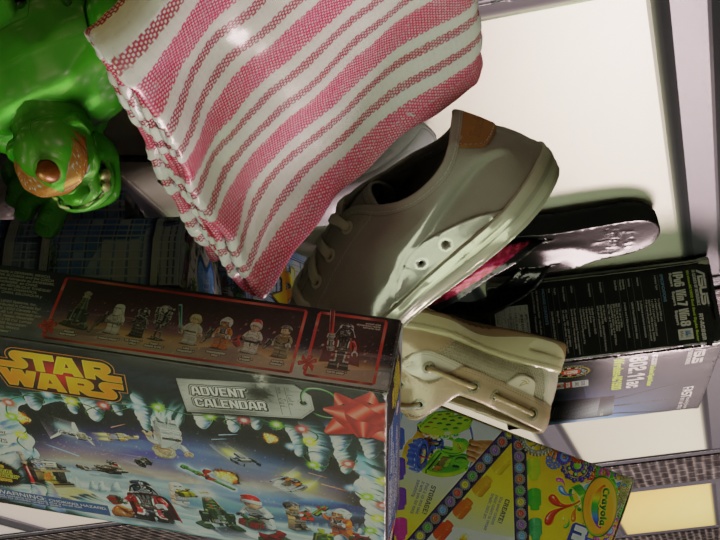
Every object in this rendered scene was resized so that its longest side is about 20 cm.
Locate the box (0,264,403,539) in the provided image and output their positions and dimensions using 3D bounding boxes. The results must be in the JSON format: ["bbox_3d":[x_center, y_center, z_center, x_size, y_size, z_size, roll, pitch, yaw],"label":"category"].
[{"bbox_3d":[-0.082,0.063,0.609,0.199,0.040,0.137,7,140,8],"label":"box"}]

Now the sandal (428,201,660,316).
[{"bbox_3d":[0.079,0.000,0.850,0.199,0.045,0.075,-9,161,14],"label":"sandal"}]

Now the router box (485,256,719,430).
[{"bbox_3d":[0.171,0.058,1.016,0.149,0.062,0.200,-8,161,6],"label":"router box"}]

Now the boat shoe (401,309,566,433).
[{"bbox_3d":[0.036,0.058,0.858,0.199,0.065,0.072,13,174,-29],"label":"boat shoe"}]

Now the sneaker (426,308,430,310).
[{"bbox_3d":[-0.040,0.047,0.933,0.108,0.070,0.200,8,-167,40],"label":"sneaker"}]

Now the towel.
[{"bbox_3d":[-0.011,-0.075,0.498,0.146,0.030,0.200,-44,162,-10],"label":"towel"}]

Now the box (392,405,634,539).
[{"bbox_3d":[0.070,0.169,1.060,0.192,0.123,0.200,21,176,-5],"label":"box"}]

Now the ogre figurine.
[{"bbox_3d":[-0.107,-0.066,0.535,0.199,0.099,0.120,-3,172,17],"label":"ogre figurine"}]

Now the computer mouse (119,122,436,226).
[{"bbox_3d":[-0.061,-0.043,0.691,0.199,0.044,0.110,-4,161,-1],"label":"computer mouse"}]

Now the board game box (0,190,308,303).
[{"bbox_3d":[-0.119,0.010,0.701,0.199,0.062,0.200,-1,163,1],"label":"board game box"}]

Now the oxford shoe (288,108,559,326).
[{"bbox_3d":[0.000,0.000,0.634,0.058,0.075,0.200,40,115,-15],"label":"oxford shoe"}]
